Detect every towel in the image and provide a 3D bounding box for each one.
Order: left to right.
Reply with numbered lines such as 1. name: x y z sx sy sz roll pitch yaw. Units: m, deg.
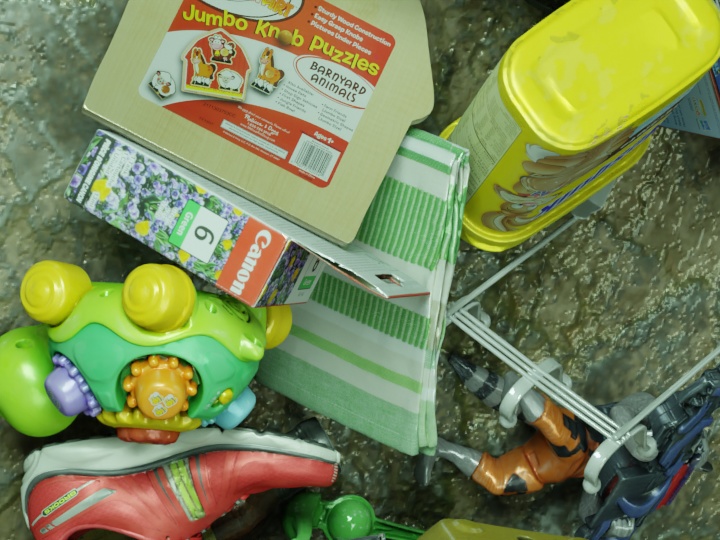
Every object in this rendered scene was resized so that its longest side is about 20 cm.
1. towel: 0.000 0.000 1.695 0.023 0.152 0.201 -17 121 -45

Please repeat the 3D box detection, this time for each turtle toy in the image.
1. turtle toy: -0.142 0.052 1.652 0.145 0.199 0.102 13 79 -58

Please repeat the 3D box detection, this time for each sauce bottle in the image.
1. sauce bottle: -0.107 0.157 1.763 0.199 0.066 0.066 -25 119 -9

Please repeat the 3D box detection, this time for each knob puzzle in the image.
1. knob puzzle: -0.048 -0.135 1.633 0.218 0.030 0.221 4 73 -12

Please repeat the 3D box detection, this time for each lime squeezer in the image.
1. lime squeezer: -0.006 0.166 1.810 0.200 0.070 0.038 10 85 -55

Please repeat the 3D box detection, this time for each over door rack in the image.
1. over door rack: 0.148 0.040 1.735 0.200 0.148 0.067 -41 159 -35

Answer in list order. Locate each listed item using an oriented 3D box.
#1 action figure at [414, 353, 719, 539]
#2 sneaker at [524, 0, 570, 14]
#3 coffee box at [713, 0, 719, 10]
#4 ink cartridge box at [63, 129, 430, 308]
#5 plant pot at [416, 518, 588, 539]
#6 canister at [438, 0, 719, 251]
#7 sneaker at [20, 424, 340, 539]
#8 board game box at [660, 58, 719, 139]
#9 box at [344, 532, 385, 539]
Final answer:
1. action figure: 0.159 0.098 1.823 0.193 0.105 0.200 11 133 -30
2. sneaker: 0.074 -0.219 1.626 0.199 0.114 0.076 33 84 -13
3. coffee box: 0.286 -0.102 1.718 0.079 0.114 0.201 -13 83 -29
4. ink cartridge box: -0.065 -0.015 1.617 0.199 0.109 0.051 30 98 13
5. plant pot: 0.094 0.275 1.767 0.194 0.194 0.201 11 103 -16
6. canister: 0.126 -0.098 1.649 0.148 0.200 0.087 -34 83 -17
7. sneaker: -0.109 0.141 1.706 0.199 0.077 0.085 -6 84 2
8. board game box: 0.172 -0.175 1.705 0.019 0.103 0.201 -39 124 -29
9. box: -0.095 0.226 1.736 0.199 0.050 0.199 -9 160 -17
